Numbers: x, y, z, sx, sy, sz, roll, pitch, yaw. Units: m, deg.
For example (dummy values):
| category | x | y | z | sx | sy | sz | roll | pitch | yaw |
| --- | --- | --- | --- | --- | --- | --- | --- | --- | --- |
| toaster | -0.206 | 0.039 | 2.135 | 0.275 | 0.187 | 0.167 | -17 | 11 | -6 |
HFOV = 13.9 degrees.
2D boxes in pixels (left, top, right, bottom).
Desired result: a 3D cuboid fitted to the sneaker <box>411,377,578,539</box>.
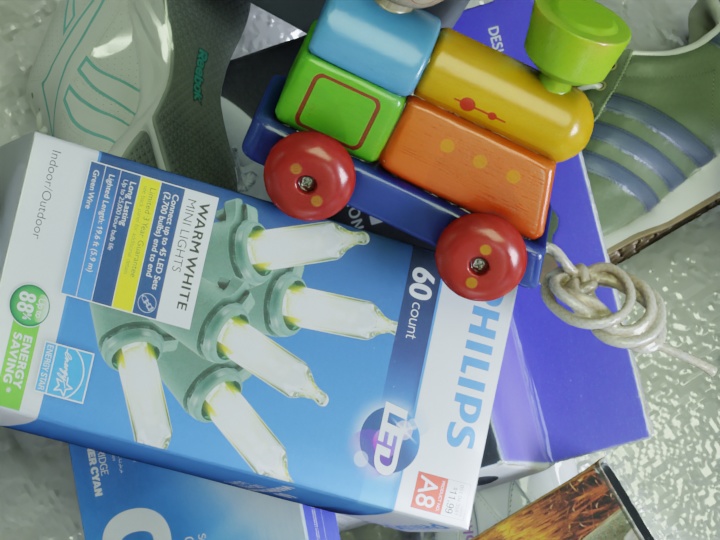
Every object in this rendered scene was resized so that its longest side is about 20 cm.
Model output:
| category | x | y | z | sx | sy | sz | roll | pitch | yaw |
| --- | --- | --- | --- | --- | --- | --- | --- | --- | --- |
| sneaker | 0.050 | 0.110 | 1.229 | 0.099 | 0.075 | 0.200 | -25 | 83 | -19 |

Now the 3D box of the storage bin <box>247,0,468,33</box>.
| category | x | y | z | sx | sy | sz | roll | pitch | yaw |
| --- | --- | --- | --- | --- | --- | --- | --- | --- | --- |
| storage bin | -0.009 | -0.177 | 1.161 | 0.200 | 0.146 | 0.135 | 28 | 59 | -4 |

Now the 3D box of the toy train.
| category | x | y | z | sx | sy | sz | roll | pitch | yaw |
| --- | --- | --- | --- | --- | --- | --- | --- | --- | --- |
| toy train | 0.068 | -0.051 | 1.097 | 0.199 | 0.085 | 0.116 | 25 | 117 | -4 |

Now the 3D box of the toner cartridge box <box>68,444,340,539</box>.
| category | x | y | z | sx | sy | sz | roll | pitch | yaw |
| --- | --- | --- | --- | --- | --- | --- | --- | --- | --- |
| toner cartridge box | -0.057 | 0.118 | 1.174 | 0.095 | 0.043 | 0.201 | -14 | 81 | 16 |

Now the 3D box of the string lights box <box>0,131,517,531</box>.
| category | x | y | z | sx | sy | sz | roll | pitch | yaw |
| --- | --- | --- | --- | --- | --- | --- | --- | --- | --- |
| string lights box | -0.049 | 0.026 | 1.109 | 0.199 | 0.059 | 0.103 | 16 | 79 | -21 |

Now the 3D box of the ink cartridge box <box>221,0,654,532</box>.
| category | x | y | z | sx | sy | sz | roll | pitch | yaw |
| --- | --- | --- | --- | --- | --- | --- | --- | --- | --- |
| ink cartridge box | 0.000 | 0.000 | 1.213 | 0.199 | 0.043 | 0.199 | -18 | 78 | 15 |

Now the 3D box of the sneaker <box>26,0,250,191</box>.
| category | x | y | z | sx | sy | sz | roll | pitch | yaw |
| --- | --- | --- | --- | --- | --- | --- | --- | --- | --- |
| sneaker | -0.095 | -0.055 | 1.194 | 0.070 | 0.080 | 0.201 | 36 | 50 | -43 |

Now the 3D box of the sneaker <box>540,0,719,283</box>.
| category | x | y | z | sx | sy | sz | roll | pitch | yaw |
| --- | --- | --- | --- | --- | --- | --- | --- | --- | --- |
| sneaker | 0.107 | -0.052 | 1.290 | 0.200 | 0.067 | 0.090 | -30 | 84 | -24 |

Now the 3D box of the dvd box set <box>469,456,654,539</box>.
| category | x | y | z | sx | sy | sz | roll | pitch | yaw |
| --- | --- | --- | --- | --- | --- | --- | --- | --- | --- |
| dvd box set | 0.049 | 0.187 | 1.184 | 0.200 | 0.029 | 0.147 | -31 | 83 | 10 |
